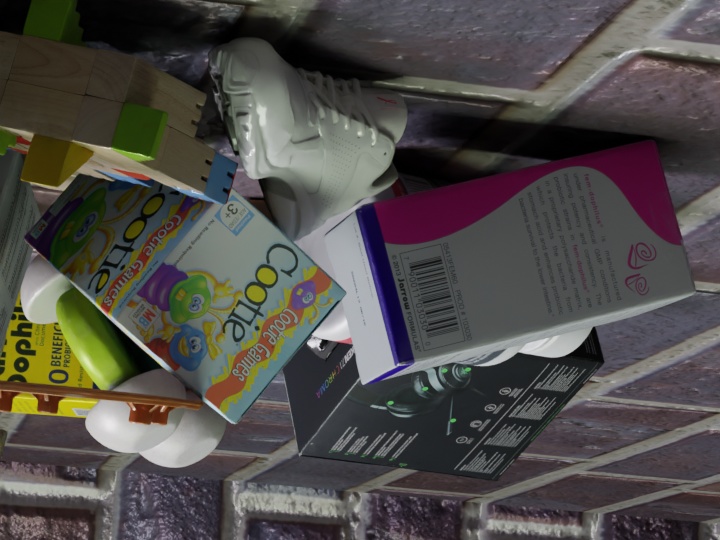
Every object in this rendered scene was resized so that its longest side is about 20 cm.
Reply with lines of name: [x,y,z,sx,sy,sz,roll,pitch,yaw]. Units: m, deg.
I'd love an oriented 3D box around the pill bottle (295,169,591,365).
pill bottle: [0.060,0.001,1.705,0.199,0.120,0.119,12,166,-34]

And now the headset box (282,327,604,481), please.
headset box: [0.055,0.071,1.956,0.199,0.093,0.174,9,139,-27]

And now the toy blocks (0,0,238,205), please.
toy blocks: [-0.156,-0.086,1.387,0.199,0.100,0.137,13,174,28]

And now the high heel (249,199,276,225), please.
high heel: [0.000,0.000,1.831,0.199,0.068,0.096,8,159,2]

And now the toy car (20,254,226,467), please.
toy car: [-0.159,0.048,1.995,0.150,0.176,0.200,-35,159,10]

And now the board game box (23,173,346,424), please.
board game box: [-0.110,-0.004,1.523,0.103,0.105,0.200,43,175,-26]

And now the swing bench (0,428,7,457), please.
swing bench: [-0.341,0.127,1.558,0.198,0.130,0.200,17,174,2]

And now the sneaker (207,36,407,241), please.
sneaker: [-0.025,-0.089,1.443,0.099,0.078,0.200,-21,160,3]

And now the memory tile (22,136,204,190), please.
memory tile: [-0.210,-0.078,1.664,0.199,0.017,0.153,7,168,-13]

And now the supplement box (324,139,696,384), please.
supplement box: [0.091,-0.005,1.569,0.199,0.102,0.103,-13,174,-15]

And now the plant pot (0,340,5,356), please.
plant pot: [-0.392,0.026,1.875,0.199,0.201,0.190,11,178,-34]

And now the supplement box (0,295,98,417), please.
supplement box: [-0.289,0.062,2.158,0.199,0.110,0.110,4,169,-1]

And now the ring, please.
ring: [-0.189,0.072,1.433,0.199,0.019,0.200,6,177,0]

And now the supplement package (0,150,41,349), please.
supplement package: [-0.317,-0.014,1.602,0.190,0.148,0.200,16,168,0]
